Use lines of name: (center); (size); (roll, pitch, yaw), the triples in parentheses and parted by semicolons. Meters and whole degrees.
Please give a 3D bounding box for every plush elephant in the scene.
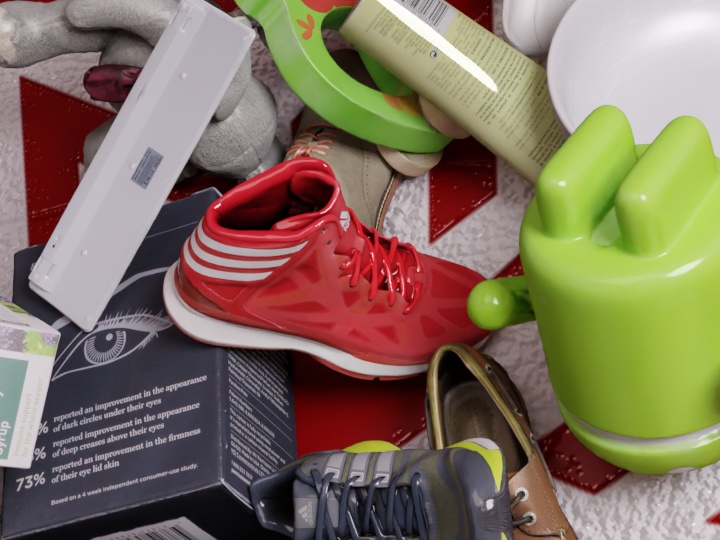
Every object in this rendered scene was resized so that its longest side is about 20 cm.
plush elephant: (-0.116, -0.104, 0.996); (0.199, 0.165, 0.155); (-22, 42, 0)

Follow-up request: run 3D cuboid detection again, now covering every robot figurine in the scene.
robot figurine: (0.146, 0.018, 0.783); (0.175, 0.201, 0.116); (12, 46, 33)

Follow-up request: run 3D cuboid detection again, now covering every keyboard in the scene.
keyboard: (-0.129, -0.063, 0.910); (0.056, 0.011, 0.200); (33, 97, 22)

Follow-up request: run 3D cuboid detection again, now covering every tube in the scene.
tube: (0.081, -0.102, 0.918); (0.058, 0.200, 0.052); (-53, 6, 29)

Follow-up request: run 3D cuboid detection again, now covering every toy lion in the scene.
toy lion: (-0.018, -0.178, 0.973); (0.069, 0.191, 0.201); (-37, 45, 44)

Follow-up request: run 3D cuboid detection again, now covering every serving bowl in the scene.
serving bowl: (0.205, -0.096, 0.881); (0.199, 0.066, 0.201); (-4, 52, 5)

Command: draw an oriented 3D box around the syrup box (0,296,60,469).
syrup box: (-0.248, 0.051, 0.911); (0.200, 0.081, 0.079); (17, 95, 60)

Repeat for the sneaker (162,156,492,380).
sneaker: (0.000, 0.000, 0.857); (0.199, 0.116, 0.079); (1, 59, -21)

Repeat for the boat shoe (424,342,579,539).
boat shoe: (0.073, 0.131, 0.827); (0.072, 0.068, 0.201); (-27, 55, 8)

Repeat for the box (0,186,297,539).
box: (-0.124, 0.073, 0.937); (0.147, 0.104, 0.201); (-16, 56, 18)

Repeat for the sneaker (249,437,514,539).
sneaker: (0.010, 0.125, 0.794); (0.200, 0.081, 0.074); (-16, 79, 61)

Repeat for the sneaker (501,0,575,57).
sneaker: (0.166, -0.210, 0.975); (0.100, 0.075, 0.200); (34, 81, 38)

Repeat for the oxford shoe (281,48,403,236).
oxford shoe: (-0.016, -0.067, 0.982); (0.070, 0.075, 0.201); (-12, 57, 21)

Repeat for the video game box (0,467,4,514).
video game box: (-0.329, 0.118, 1.050); (0.199, 0.047, 0.183); (-29, 52, 9)
